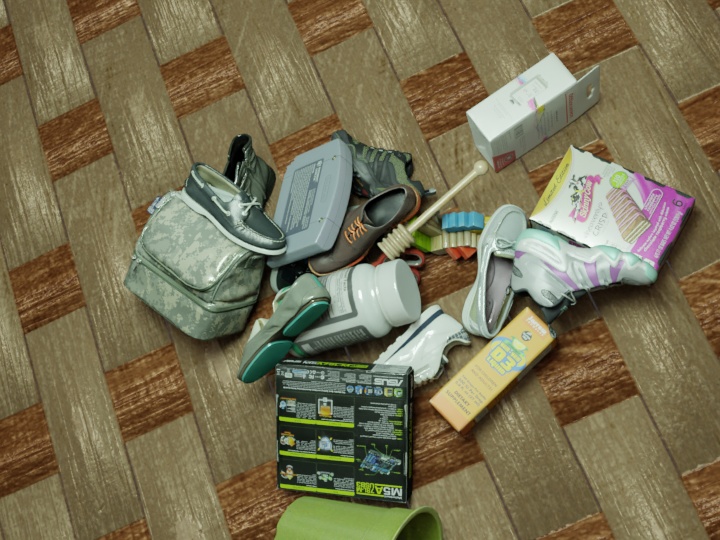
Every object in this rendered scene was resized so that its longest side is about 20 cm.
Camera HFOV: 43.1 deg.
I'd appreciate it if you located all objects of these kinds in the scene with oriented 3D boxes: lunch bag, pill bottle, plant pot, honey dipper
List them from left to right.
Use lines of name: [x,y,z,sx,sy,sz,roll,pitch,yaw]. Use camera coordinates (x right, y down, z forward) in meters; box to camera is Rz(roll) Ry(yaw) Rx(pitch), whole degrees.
lunch bag: [-0.252,-0.012,1.418,0.200,0.139,0.168,35,110,24]
pill bottle: [-0.019,0.055,1.359,0.200,0.113,0.113,-16,69,22]
plant pot: [-0.015,0.394,1.245,0.190,0.200,0.200,11,75,31]
honey dipper: [0.110,-0.092,1.347,0.200,0.038,0.038,-42,68,3]

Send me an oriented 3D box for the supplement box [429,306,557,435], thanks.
supplement box: [0.194,0.146,1.320,0.200,0.069,0.067,-44,70,-5]

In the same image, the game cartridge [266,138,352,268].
game cartridge: [-0.075,-0.104,1.403,0.133,0.042,0.200,-14,52,35]

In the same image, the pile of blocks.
pile of blocks: [0.132,-0.050,1.390,0.200,0.082,0.062,-3,72,13]

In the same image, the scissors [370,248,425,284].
scissors: [0.000,0.000,1.405,0.200,0.073,0.014,-2,39,4]

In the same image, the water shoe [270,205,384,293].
water shoe: [-0.053,-0.024,1.425,0.200,0.072,0.079,-40,47,-2]

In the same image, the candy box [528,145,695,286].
candy box: [0.371,-0.083,1.351,0.200,0.061,0.136,27,81,21]

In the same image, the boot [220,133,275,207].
boot: [-0.196,-0.109,1.466,0.068,0.131,0.200,4,74,16]

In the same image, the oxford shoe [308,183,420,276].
oxford shoe: [-0.003,-0.065,1.359,0.200,0.073,0.071,-40,78,8]

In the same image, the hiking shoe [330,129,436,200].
hiking shoe: [0.032,-0.163,1.467,0.101,0.076,0.200,-29,61,-20]

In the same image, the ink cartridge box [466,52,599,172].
ink cartridge box: [0.268,-0.252,1.402,0.200,0.116,0.068,-34,68,1]

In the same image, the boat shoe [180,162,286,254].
boat shoe: [-0.187,-0.093,1.362,0.200,0.076,0.060,31,119,17]

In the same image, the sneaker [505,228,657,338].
sneaker: [0.302,0.031,1.276,0.200,0.078,0.140,15,82,26]

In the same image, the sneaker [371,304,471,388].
sneaker: [0.073,0.144,1.351,0.080,0.076,0.200,44,88,13]

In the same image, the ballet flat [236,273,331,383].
ballet flat: [-0.118,0.081,1.312,0.200,0.067,0.064,-46,60,25]

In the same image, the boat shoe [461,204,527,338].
boat shoe: [0.207,0.002,1.342,0.074,0.065,0.202,21,87,-19]

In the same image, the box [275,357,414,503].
box: [-0.024,0.230,1.320,0.200,0.048,0.193,2,101,15]
